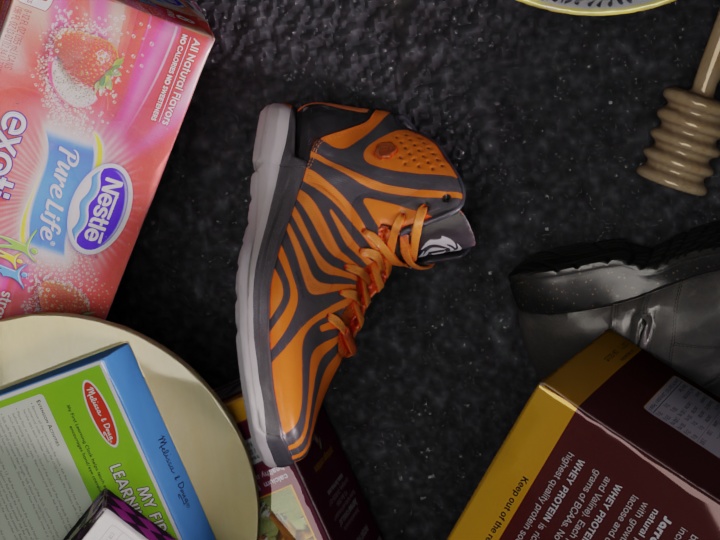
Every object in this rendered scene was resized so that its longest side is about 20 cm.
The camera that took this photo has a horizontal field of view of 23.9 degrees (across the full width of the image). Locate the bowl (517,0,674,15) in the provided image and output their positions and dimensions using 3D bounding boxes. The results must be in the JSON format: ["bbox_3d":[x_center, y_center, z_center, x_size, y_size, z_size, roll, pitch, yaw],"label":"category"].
[{"bbox_3d":[0.113,-0.224,0.798,0.200,0.094,0.202,2,101,10],"label":"bowl"}]

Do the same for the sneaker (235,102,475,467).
[{"bbox_3d":[0.000,0.000,0.834,0.111,0.078,0.201,1,63,5],"label":"sneaker"}]

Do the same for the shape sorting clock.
[{"bbox_3d":[-0.148,0.118,0.856,0.199,0.039,0.201,2,106,9],"label":"shape sorting clock"}]

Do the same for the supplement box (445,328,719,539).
[{"bbox_3d":[0.136,0.172,0.782,0.200,0.133,0.198,33,109,14],"label":"supplement box"}]

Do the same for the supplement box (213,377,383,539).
[{"bbox_3d":[-0.048,0.162,0.908,0.110,0.086,0.201,-23,95,15],"label":"supplement box"}]

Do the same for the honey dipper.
[{"bbox_3d":[0.186,-0.136,0.834,0.038,0.038,0.201,20,99,7],"label":"honey dipper"}]

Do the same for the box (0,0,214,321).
[{"bbox_3d":[-0.158,-0.054,0.871,0.102,0.095,0.201,19,105,-18],"label":"box"}]

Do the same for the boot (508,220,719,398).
[{"bbox_3d":[0.178,0.046,0.858,0.199,0.070,0.132,-8,102,24],"label":"boot"}]

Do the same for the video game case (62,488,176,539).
[{"bbox_3d":[-0.103,0.235,0.830,0.200,0.036,0.181,38,95,-13],"label":"video game case"}]
